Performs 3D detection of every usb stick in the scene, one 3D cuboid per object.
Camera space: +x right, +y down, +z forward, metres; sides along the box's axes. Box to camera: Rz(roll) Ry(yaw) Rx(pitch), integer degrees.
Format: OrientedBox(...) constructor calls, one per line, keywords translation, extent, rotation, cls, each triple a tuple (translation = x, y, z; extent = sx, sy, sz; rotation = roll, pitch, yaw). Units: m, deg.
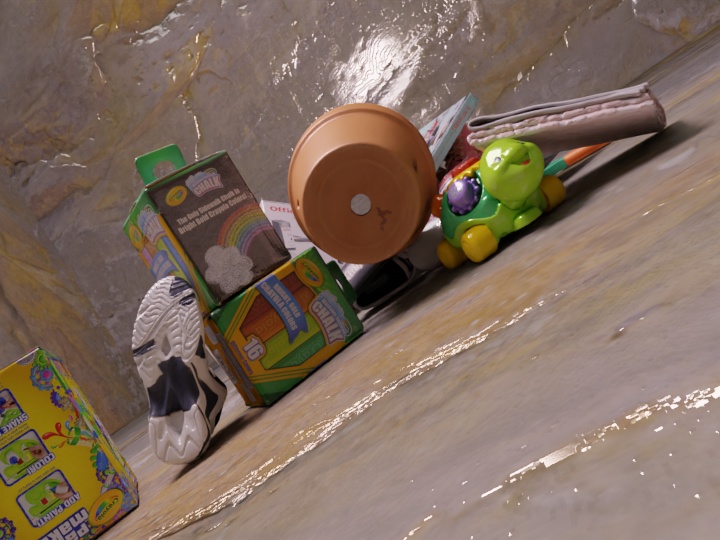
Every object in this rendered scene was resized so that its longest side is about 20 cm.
OrientedBox(translation=(0.000, 0.000, 0.863), extent=(0.200, 0.032, 0.056), rotation=(-48, 43, 6), cls="usb stick")

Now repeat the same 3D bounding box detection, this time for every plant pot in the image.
OrientedBox(translation=(0.001, -0.095, 0.741), extent=(0.198, 0.202, 0.140), rotation=(-33, 14, 11), cls="plant pot")

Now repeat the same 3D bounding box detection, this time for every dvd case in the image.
OrientedBox(translation=(0.098, -0.182, 0.946), extent=(0.148, 0.022, 0.200), rotation=(-59, 14, -12), cls="dvd case")

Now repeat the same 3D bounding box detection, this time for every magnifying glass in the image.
OrientedBox(translation=(0.335, -0.176, 1.031), extent=(0.079, 0.023, 0.199), rotation=(-36, 1, -40), cls="magnifying glass")

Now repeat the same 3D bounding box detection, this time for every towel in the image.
OrientedBox(translation=(0.242, -0.166, 0.706), extent=(0.196, 0.033, 0.190), rotation=(-5, 1, 30), cls="towel")

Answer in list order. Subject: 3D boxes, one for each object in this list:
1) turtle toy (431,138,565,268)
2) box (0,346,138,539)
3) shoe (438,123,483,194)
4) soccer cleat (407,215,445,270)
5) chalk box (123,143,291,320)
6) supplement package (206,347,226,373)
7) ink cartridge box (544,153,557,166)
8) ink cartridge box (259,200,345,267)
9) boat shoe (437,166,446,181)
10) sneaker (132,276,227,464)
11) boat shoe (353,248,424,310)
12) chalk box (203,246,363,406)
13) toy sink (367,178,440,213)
OrientedBox(translation=(0.153, -0.086, 0.702), extent=(0.144, 0.102, 0.200), rotation=(-34, 2, -14), cls="turtle toy")
OrientedBox(translation=(-0.354, 0.207, 0.689), extent=(0.121, 0.195, 0.200), rotation=(-33, 2, -23), cls="box")
OrientedBox(translation=(0.148, -0.161, 0.918), extent=(0.072, 0.091, 0.199), rotation=(-50, -11, 36), cls="shoe")
OrientedBox(translation=(0.146, -0.076, 0.830), extent=(0.198, 0.070, 0.087), rotation=(-33, -18, -18), cls="soccer cleat")
OrientedBox(translation=(-0.203, -0.055, 0.752), extent=(0.124, 0.202, 0.123), rotation=(-34, 2, -37), cls="chalk box")
OrientedBox(translation=(-0.176, 0.078, 1.077), extent=(0.111, 0.156, 0.200), rotation=(-43, -3, 35), cls="supplement package")
OrientedBox(translation=(0.230, -0.139, 0.935), extent=(0.200, 0.057, 0.163), rotation=(-42, -9, -36), cls="ink cartridge box")
OrientedBox(translation=(-0.102, -0.020, 1.048), extent=(0.143, 0.202, 0.086), rotation=(5, -47, -23), cls="ink cartridge box")
OrientedBox(translation=(0.184, -0.136, 1.069), extent=(0.197, 0.077, 0.073), rotation=(4, 12, -36), cls="boat shoe")
OrientedBox(translation=(-0.205, 0.117, 0.710), extent=(0.078, 0.203, 0.130), rotation=(-14, -12, -8), cls="sneaker")
OrientedBox(translation=(0.066, -0.010, 0.894), extent=(0.200, 0.074, 0.065), rotation=(-45, 9, 4), cls="boat shoe")
OrientedBox(translation=(-0.085, 0.061, 0.770), extent=(0.199, 0.126, 0.124), rotation=(-36, 3, -25), cls="chalk box")
OrientedBox(translation=(0.069, -0.062, 1.039), extent=(0.131, 0.112, 0.199), rotation=(-47, 10, -23), cls="toy sink")
